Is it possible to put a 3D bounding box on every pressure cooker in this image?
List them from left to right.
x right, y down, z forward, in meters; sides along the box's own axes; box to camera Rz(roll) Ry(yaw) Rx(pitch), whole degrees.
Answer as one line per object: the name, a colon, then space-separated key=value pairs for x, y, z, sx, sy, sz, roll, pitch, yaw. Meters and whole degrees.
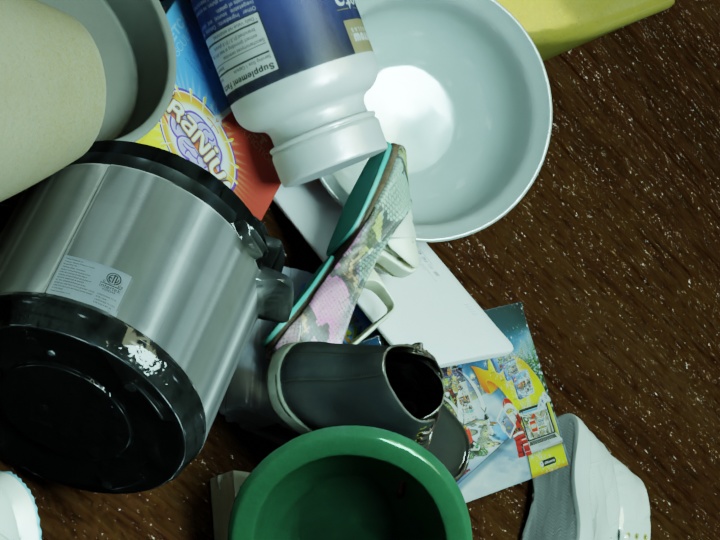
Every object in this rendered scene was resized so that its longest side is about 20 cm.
pressure cooker: x=-0.148 y=0.017 z=1.343 sx=0.176 sy=0.178 sz=0.200 roll=43 pitch=45 yaw=-25

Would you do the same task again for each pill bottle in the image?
pill bottle: x=-0.053 y=-0.167 z=1.529 sx=0.111 sy=0.111 sz=0.201 roll=-21 pitch=90 yaw=-52

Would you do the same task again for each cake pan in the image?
cake pan: x=-0.217 y=-0.157 z=1.417 sx=0.200 sy=0.037 sz=0.201 roll=20 pitch=52 yaw=-28

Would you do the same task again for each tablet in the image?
tablet: x=0.021 y=-0.004 z=1.618 sx=0.130 sy=0.014 sz=0.200 roll=-7 pitch=51 yaw=-51

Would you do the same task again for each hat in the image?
hat: x=-0.008 y=0.171 z=1.503 sx=0.176 sy=0.165 sz=0.201 roll=-98 pitch=179 yaw=-72

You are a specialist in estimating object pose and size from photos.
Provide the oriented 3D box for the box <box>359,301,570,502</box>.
box: x=0.077 y=0.106 z=1.633 sx=0.200 sy=0.038 sz=0.137 roll=-10 pitch=82 yaw=-53

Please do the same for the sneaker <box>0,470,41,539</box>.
sneaker: x=-0.220 y=0.222 z=1.256 sx=0.081 sy=0.076 sz=0.201 roll=-7 pitch=73 yaw=-43

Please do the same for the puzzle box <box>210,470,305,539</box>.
puzzle box: x=-0.025 y=0.219 z=1.523 sx=0.200 sy=0.025 sz=0.134 roll=16 pitch=62 yaw=-46

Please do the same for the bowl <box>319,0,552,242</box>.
bowl: x=0.042 y=-0.120 z=1.649 sx=0.200 sy=0.090 sz=0.202 roll=1 pitch=87 yaw=-12

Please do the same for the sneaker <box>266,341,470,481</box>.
sneaker: x=0.036 y=0.105 z=1.459 sx=0.200 sy=0.106 sz=0.075 roll=30 pitch=64 yaw=-44

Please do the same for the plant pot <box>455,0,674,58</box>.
plant pot: x=0.102 y=-0.249 z=1.767 sx=0.200 sy=0.194 sz=0.196 roll=-33 pitch=99 yaw=-45

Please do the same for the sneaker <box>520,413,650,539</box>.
sneaker: x=0.190 y=0.226 z=1.740 sx=0.115 sy=0.074 sz=0.201 roll=39 pitch=45 yaw=-28

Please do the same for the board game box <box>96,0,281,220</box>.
board game box: x=-0.132 y=-0.079 z=1.518 sx=0.153 sy=0.040 sz=0.200 roll=49 pitch=42 yaw=-24

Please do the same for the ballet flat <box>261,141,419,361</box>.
ballet flat: x=0.000 y=0.000 z=1.538 sx=0.071 sy=0.069 sz=0.200 roll=34 pitch=60 yaw=-8

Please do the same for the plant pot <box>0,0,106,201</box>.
plant pot: x=-0.253 y=-0.101 z=1.245 sx=0.200 sy=0.187 sz=0.188 roll=-8 pitch=79 yaw=-45

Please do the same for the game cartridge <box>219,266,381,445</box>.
game cartridge: x=-0.025 y=0.075 z=1.582 sx=0.200 sy=0.040 sz=0.134 roll=28 pitch=50 yaw=-41
